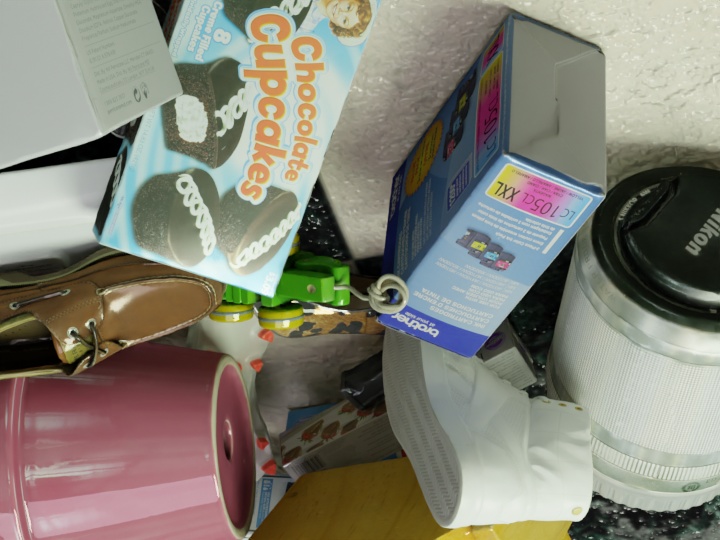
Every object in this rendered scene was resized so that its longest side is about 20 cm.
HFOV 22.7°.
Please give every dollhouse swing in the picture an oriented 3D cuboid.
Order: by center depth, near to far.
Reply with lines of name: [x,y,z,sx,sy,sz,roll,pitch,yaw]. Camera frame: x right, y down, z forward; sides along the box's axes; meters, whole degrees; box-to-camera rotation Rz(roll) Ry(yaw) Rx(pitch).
dollhouse swing: [0.052,0.228,1.255,0.199,0.182,0.177,-11,107,26]

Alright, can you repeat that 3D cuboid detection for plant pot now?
plant pot: [-0.171,0.128,1.232,0.178,0.201,0.201,-5,136,9]

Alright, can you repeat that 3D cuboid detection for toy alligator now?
toy alligator: [-0.040,0.004,1.159,0.199,0.054,0.060,6,104,34]

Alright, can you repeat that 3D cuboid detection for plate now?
plate: [-0.218,-0.011,1.181,0.198,0.033,0.200,-9,159,2]

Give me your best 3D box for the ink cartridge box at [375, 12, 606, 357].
ink cartridge box: [0.075,-0.042,1.135,0.076,0.137,0.200,21,134,-14]

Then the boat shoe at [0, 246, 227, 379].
boat shoe: [-0.181,0.036,1.145,0.198,0.068,0.072,-12,129,10]

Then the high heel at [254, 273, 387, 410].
high heel: [0.000,0.000,1.252,0.142,0.072,0.200,-33,122,18]

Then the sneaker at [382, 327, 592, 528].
sneaker: [0.086,0.093,1.177,0.115,0.201,0.074,4,128,-20]

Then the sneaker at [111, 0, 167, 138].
sneaker: [-0.116,-0.101,1.142,0.077,0.085,0.200,-41,105,2]

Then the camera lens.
camera lens: [0.210,0.044,1.194,0.159,0.161,0.201,6,136,0]

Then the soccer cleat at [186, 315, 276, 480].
soccer cleat: [-0.104,0.075,1.333,0.069,0.078,0.201,-20,127,-26]

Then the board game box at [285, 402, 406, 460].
board game box: [0.045,0.176,1.436,0.152,0.041,0.201,-12,134,18]

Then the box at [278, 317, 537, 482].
box: [0.033,0.102,1.326,0.199,0.039,0.042,-29,124,13]

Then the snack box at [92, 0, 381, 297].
snack box: [-0.074,-0.096,1.081,0.115,0.037,0.201,17,98,-20]

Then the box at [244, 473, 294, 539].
box: [0.005,0.221,1.414,0.198,0.060,0.117,3,137,3]

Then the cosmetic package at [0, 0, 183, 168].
cosmetic package: [-0.236,-0.155,1.004,0.198,0.123,0.201,-14,102,20]
